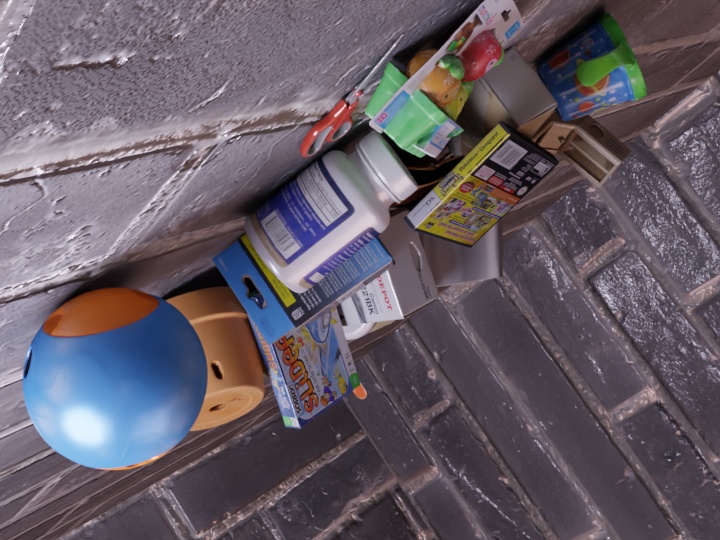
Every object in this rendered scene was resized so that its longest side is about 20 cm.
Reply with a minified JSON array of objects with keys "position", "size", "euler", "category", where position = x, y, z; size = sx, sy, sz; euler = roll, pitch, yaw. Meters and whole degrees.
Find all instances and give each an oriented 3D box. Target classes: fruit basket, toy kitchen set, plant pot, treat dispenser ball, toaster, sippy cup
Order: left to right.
[{"position":[-0.271,0.120,1.075],"size":[0.200,0.201,0.201],"euler":[-34,171,-6],"category":"treat dispenser ball"},{"position":[-0.221,0.134,1.359],"size":[0.199,0.141,0.200],"euler":[-18,156,-9],"category":"plant pot"},{"position":[0.118,-0.045,1.513],"size":[0.180,0.120,0.200],"euler":[-8,-172,-25],"category":"toaster"},{"position":[0.106,-0.216,1.073],"size":[0.200,0.094,0.185],"euler":[-40,170,12],"category":"fruit basket"},{"position":[0.340,-0.212,1.598],"size":[0.200,0.180,0.163],"euler":[-42,170,-36],"category":"toy kitchen set"},{"position":[0.340,-0.294,1.448],"size":[0.130,0.140,0.178],"euler":[-26,148,12],"category":"sippy cup"}]

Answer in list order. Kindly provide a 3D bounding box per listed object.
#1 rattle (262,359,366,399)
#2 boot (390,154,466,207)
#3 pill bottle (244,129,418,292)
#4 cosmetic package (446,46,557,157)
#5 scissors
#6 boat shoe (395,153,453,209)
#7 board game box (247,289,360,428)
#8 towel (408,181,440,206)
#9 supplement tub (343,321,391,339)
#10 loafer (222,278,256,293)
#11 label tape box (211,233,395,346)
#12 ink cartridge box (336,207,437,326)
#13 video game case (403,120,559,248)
[{"position":[-0.062,0.110,1.476],"size":[0.199,0.144,0.130],"euler":[15,175,-21],"category":"rattle"},{"position":[0.083,-0.139,1.347],"size":[0.187,0.069,0.200],"euler":[-15,178,-31],"category":"boot"},{"position":[-0.033,-0.076,1.192],"size":[0.200,0.120,0.120],"euler":[-37,171,9],"category":"pill bottle"},{"position":[0.189,-0.212,1.360],"size":[0.071,0.106,0.200],"euler":[-31,169,-18],"category":"cosmetic package"},{"position":[-0.013,-0.184,1.046],"size":[0.073,0.014,0.200],"euler":[-29,170,-31],"category":"scissors"},{"position":[0.132,-0.150,1.634],"size":[0.200,0.072,0.062],"euler":[-44,159,-6],"category":"boat shoe"},{"position":[-0.082,0.104,1.379],"size":[0.034,0.201,0.135],"euler":[-2,-158,45],"category":"board game box"},{"position":[0.129,-0.124,1.523],"size":[0.198,0.035,0.132],"euler":[-2,-173,21],"category":"towel"},{"position":[0.006,0.049,1.911],"size":[0.145,0.145,0.200],"euler":[-39,170,26],"category":"supplement tub"},{"position":[-0.133,0.001,1.407],"size":[0.072,0.063,0.200],"euler":[-23,165,-46],"category":"loafer"},{"position":[-0.075,-0.013,1.294],"size":[0.199,0.145,0.063],"euler":[-35,173,1],"category":"label tape box"},{"position":[0.000,0.000,1.423],"size":[0.199,0.145,0.084],"euler":[-11,-168,46],"category":"ink cartridge box"},{"position":[0.169,-0.110,1.317],"size":[0.181,0.026,0.200],"euler":[-45,156,18],"category":"video game case"}]
